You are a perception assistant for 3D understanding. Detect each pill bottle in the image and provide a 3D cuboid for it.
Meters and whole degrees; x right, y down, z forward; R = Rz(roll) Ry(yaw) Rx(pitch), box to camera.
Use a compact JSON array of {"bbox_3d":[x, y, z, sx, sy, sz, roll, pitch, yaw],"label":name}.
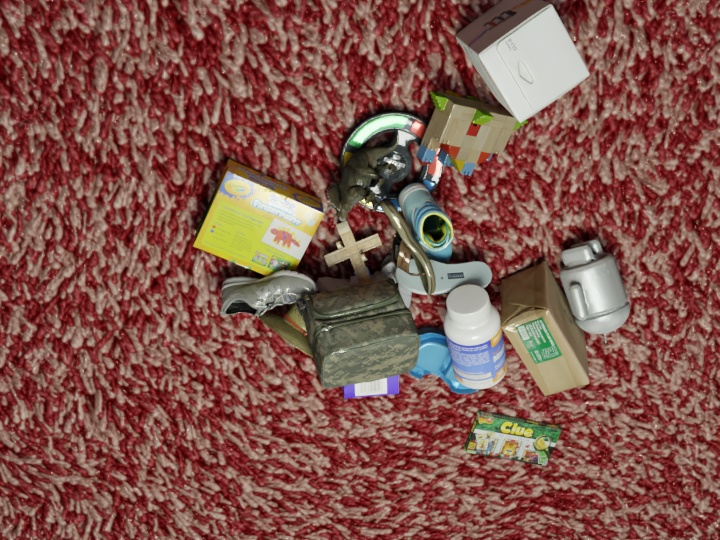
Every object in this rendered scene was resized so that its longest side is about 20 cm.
[{"bbox_3d":[0.223,0.128,1.693,0.111,0.112,0.201,-15,130,1],"label":"pill bottle"}]

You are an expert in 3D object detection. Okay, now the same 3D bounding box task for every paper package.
[{"bbox_3d":[0.370,0.117,1.731,0.103,0.191,0.200,-24,115,22],"label":"paper package"}]

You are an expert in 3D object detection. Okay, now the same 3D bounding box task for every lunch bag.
[{"bbox_3d":[-0.005,0.105,1.587,0.199,0.168,0.140,-12,143,-10],"label":"lunch bag"}]

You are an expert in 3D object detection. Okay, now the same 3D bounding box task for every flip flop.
[{"bbox_3d":[0.079,-0.040,1.602,0.057,0.081,0.201,-32,110,-3],"label":"flip flop"}]

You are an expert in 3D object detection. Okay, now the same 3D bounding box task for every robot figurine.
[{"bbox_3d":[0.470,0.041,1.736,0.113,0.169,0.201,-15,98,48],"label":"robot figurine"}]

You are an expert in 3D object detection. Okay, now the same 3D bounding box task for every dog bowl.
[{"bbox_3d":[0.181,0.186,1.828,0.199,0.050,0.112,22,111,-14],"label":"dog bowl"}]

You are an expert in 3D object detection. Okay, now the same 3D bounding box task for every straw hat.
[{"bbox_3d":[-0.102,0.103,1.700,0.201,0.201,0.085,35,92,-19],"label":"straw hat"}]

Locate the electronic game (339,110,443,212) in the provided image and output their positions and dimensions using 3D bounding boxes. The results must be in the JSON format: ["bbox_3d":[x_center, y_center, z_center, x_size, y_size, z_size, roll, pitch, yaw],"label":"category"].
[{"bbox_3d":[0.059,-0.204,1.639,0.199,0.042,0.201,-2,115,-4],"label":"electronic game"}]

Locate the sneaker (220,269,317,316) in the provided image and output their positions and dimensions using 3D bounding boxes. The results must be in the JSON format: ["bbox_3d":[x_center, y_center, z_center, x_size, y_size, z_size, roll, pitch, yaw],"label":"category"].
[{"bbox_3d":[-0.175,0.056,1.647,0.199,0.082,0.075,-7,138,19],"label":"sneaker"}]

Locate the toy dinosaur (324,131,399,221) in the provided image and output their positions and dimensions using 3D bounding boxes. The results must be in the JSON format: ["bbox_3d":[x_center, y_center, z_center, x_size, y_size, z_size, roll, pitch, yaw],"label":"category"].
[{"bbox_3d":[0.001,-0.174,1.588,0.102,0.077,0.201,31,104,23],"label":"toy dinosaur"}]

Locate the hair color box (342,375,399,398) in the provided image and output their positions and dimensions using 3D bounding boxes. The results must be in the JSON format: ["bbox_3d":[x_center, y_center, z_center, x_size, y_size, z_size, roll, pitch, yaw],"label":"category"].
[{"bbox_3d":[0.011,0.171,1.720,0.109,0.200,0.065,-4,114,-5],"label":"hair color box"}]

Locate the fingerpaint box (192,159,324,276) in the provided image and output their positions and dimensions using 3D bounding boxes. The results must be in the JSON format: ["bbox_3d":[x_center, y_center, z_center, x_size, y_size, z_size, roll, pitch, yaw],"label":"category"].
[{"bbox_3d":[-0.194,-0.092,1.648,0.199,0.073,0.167,22,112,-16],"label":"fingerpaint box"}]

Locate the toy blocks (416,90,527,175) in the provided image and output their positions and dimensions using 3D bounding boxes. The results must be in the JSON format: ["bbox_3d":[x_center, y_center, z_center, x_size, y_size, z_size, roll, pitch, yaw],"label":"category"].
[{"bbox_3d":[0.195,-0.242,1.600,0.199,0.100,0.137,5,120,-32],"label":"toy blocks"}]

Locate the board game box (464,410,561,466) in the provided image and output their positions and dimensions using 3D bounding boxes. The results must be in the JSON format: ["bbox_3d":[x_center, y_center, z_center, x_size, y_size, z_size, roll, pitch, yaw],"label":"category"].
[{"bbox_3d":[0.343,0.379,1.949,0.199,0.023,0.105,11,111,-11],"label":"board game box"}]

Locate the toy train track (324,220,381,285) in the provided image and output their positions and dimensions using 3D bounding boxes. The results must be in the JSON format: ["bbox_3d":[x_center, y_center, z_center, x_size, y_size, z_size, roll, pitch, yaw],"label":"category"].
[{"bbox_3d":[0.000,0.000,1.671,0.114,0.033,0.201,-23,89,6],"label":"toy train track"}]

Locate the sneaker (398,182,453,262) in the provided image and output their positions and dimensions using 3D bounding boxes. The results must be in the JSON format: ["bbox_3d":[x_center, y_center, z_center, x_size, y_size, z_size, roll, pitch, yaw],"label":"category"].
[{"bbox_3d":[0.141,-0.059,1.648,0.079,0.131,0.200,-31,131,2],"label":"sneaker"}]

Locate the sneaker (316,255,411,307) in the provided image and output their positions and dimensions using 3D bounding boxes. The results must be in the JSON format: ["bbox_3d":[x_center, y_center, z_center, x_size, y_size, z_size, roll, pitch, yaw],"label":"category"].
[{"bbox_3d":[0.017,0.020,1.725,0.199,0.075,0.115,18,102,-6],"label":"sneaker"}]

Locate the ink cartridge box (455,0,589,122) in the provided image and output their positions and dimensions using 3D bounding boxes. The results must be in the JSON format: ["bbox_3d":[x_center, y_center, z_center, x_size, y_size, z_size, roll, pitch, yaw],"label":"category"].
[{"bbox_3d":[0.276,-0.373,1.494,0.144,0.200,0.146,-34,114,10],"label":"ink cartridge box"}]

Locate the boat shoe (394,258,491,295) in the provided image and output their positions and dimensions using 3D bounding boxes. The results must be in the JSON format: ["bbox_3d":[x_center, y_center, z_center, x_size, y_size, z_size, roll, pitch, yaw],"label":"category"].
[{"bbox_3d":[0.154,0.023,1.711,0.199,0.091,0.071,1,73,-16],"label":"boat shoe"}]
